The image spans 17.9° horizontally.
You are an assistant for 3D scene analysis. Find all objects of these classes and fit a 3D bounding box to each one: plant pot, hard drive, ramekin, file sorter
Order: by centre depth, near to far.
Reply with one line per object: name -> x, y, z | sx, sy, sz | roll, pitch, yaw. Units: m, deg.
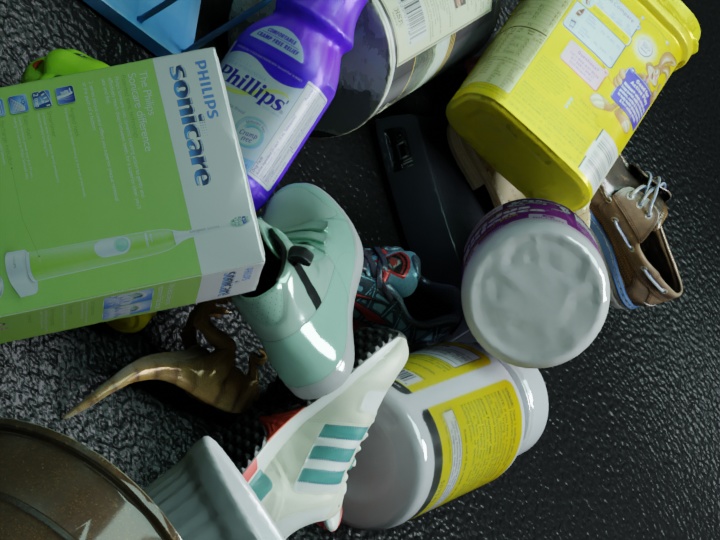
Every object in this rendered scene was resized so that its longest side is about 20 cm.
plant pot -> -0.217, 0.217, 1.249 | 0.200, 0.200, 0.198 | 55, 43, -11
ramekin -> -0.082, 0.212, 1.423 | 0.201, 0.098, 0.200 | 57, -2, 3
file sorter -> -0.157, -0.274, 1.686 | 0.200, 0.123, 0.139 | 36, 44, -34
hard drive -> 0.088, -0.037, 1.914 | 0.135, 0.042, 0.201 | 1, 68, -52

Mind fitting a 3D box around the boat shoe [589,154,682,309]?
boat shoe -> 0.233, -0.056, 1.983 | 0.072, 0.072, 0.200 | -60, 137, -43

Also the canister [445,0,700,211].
canister -> 0.175, -0.164, 1.882 | 0.148, 0.087, 0.200 | 42, 61, -13

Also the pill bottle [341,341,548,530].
pill bottle -> 0.053, 0.117, 1.710 | 0.200, 0.114, 0.115 | -16, 81, -54

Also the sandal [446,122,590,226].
sandal -> 0.158, -0.052, 1.914 | 0.212, 0.070, 0.078 | 55, 36, -12

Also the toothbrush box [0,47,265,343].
toothbrush box -> -0.174, -0.044, 1.448 | 0.199, 0.086, 0.146 | -13, 78, -9

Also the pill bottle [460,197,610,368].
pill bottle -> 0.133, 0.003, 1.766 | 0.112, 0.112, 0.200 | 59, 7, -7

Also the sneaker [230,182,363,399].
sneaker -> -0.051, -0.020, 1.578 | 0.201, 0.074, 0.118 | -98, 162, -49

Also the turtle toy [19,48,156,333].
turtle toy -> -0.161, -0.064, 1.560 | 0.200, 0.101, 0.146 | 45, 38, -14

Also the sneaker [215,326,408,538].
sneaker -> -0.032, 0.126, 1.587 | 0.200, 0.070, 0.093 | -44, 118, -19

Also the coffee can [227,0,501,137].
coffee can -> 0.006, -0.205, 1.827 | 0.147, 0.146, 0.200 | 60, 36, -4

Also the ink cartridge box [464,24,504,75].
ink cartridge box -> 0.164, -0.115, 2.011 | 0.116, 0.067, 0.201 | -42, 122, -53

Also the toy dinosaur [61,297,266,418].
toy dinosaur -> -0.110, 0.068, 1.573 | 0.200, 0.060, 0.107 | 22, 63, -45

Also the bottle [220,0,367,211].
bottle -> -0.060, -0.140, 1.672 | 0.083, 0.200, 0.065 | 31, -6, 22

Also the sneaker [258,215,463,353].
sneaker -> 0.000, 0.000, 1.732 | 0.200, 0.095, 0.080 | 29, 47, -39
